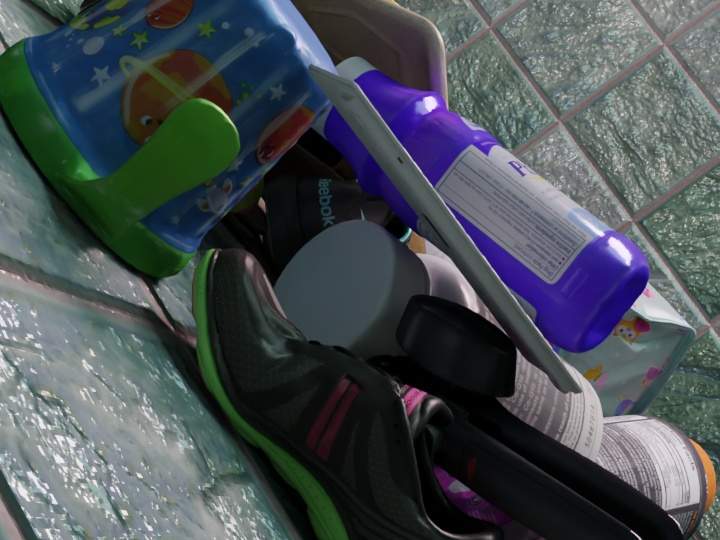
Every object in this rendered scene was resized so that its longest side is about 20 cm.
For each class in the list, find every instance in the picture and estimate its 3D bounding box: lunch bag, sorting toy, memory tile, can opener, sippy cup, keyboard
[{"bbox_3d":[0.145,0.075,1.227,0.122,0.200,0.170,20,21,-25],"label":"lunch bag"},{"bbox_3d":[-0.023,-0.140,0.944,0.200,0.037,0.185,32,-16,16],"label":"sorting toy"},{"bbox_3d":[-0.074,-0.050,1.063,0.153,0.017,0.200,54,7,-3],"label":"memory tile"},{"bbox_3d":[0.068,0.086,0.735,0.200,0.063,0.079,40,-46,43],"label":"can opener"},{"bbox_3d":[-0.085,-0.088,0.749,0.178,0.130,0.140,58,9,32],"label":"sippy cup"},{"bbox_3d":[0.042,-0.017,0.725,0.200,0.011,0.056,52,-2,-27],"label":"keyboard"}]

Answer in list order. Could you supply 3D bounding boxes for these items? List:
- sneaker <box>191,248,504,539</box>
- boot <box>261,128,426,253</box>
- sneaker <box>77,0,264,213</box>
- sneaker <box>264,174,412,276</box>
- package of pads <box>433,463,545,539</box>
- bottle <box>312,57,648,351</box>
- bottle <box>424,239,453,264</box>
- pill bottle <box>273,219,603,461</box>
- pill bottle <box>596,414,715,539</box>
[{"bbox_3d":[-0.005,0.067,0.712,0.200,0.084,0.077,54,14,-1],"label":"sneaker"},{"bbox_3d":[-0.017,-0.053,1.004,0.200,0.074,0.075,41,-21,-31],"label":"boot"},{"bbox_3d":[-0.112,-0.107,0.932,0.200,0.078,0.090,62,-3,39],"label":"sneaker"},{"bbox_3d":[0.000,0.000,0.956,0.200,0.079,0.076,61,19,-66],"label":"sneaker"},{"bbox_3d":[0.099,0.179,0.829,0.200,0.076,0.121,57,4,-30],"label":"package of pads"},{"bbox_3d":[0.059,-0.039,0.824,0.200,0.065,0.084,40,7,19],"label":"bottle"},{"bbox_3d":[0.042,0.036,1.118,0.065,0.083,0.200,4,-58,63],"label":"bottle"},{"bbox_3d":[0.044,0.062,0.893,0.200,0.113,0.113,39,15,-37],"label":"pill bottle"},{"bbox_3d":[0.179,0.158,1.101,0.200,0.106,0.106,3,48,-51],"label":"pill bottle"}]
